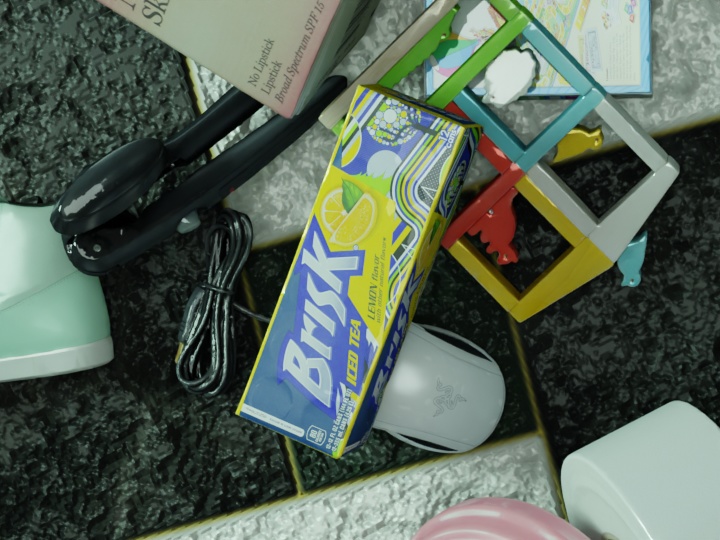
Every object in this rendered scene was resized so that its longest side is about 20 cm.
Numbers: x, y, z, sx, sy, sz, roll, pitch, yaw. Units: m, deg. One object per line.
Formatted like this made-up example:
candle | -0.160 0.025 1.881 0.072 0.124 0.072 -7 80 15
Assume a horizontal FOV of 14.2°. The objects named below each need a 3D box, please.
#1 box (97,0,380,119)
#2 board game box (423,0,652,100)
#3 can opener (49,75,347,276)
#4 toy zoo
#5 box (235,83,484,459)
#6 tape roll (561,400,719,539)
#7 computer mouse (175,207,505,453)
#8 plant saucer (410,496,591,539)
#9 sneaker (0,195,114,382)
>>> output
box | -0.081 -0.203 1.641 0.199 0.109 0.128 31 133 6
board game box | 0.103 -0.200 1.682 0.133 0.034 0.202 0 89 7
can opener | -0.091 -0.064 1.678 0.199 0.079 0.064 -31 94 -17
toy zoo | 0.091 -0.063 1.665 0.131 0.020 0.200 -43 96 15
box | 0.000 0.000 1.629 0.070 0.064 0.201 22 98 11
tape roll | 0.186 0.175 1.581 0.070 0.202 0.203 -26 86 -10
computer mouse | -0.010 0.046 1.687 0.199 0.044 0.110 20 91 7
plant saucer | 0.085 0.228 1.612 0.200 0.051 0.202 20 120 38
sneaker | -0.252 0.012 1.695 0.199 0.074 0.119 -9 94 -7
